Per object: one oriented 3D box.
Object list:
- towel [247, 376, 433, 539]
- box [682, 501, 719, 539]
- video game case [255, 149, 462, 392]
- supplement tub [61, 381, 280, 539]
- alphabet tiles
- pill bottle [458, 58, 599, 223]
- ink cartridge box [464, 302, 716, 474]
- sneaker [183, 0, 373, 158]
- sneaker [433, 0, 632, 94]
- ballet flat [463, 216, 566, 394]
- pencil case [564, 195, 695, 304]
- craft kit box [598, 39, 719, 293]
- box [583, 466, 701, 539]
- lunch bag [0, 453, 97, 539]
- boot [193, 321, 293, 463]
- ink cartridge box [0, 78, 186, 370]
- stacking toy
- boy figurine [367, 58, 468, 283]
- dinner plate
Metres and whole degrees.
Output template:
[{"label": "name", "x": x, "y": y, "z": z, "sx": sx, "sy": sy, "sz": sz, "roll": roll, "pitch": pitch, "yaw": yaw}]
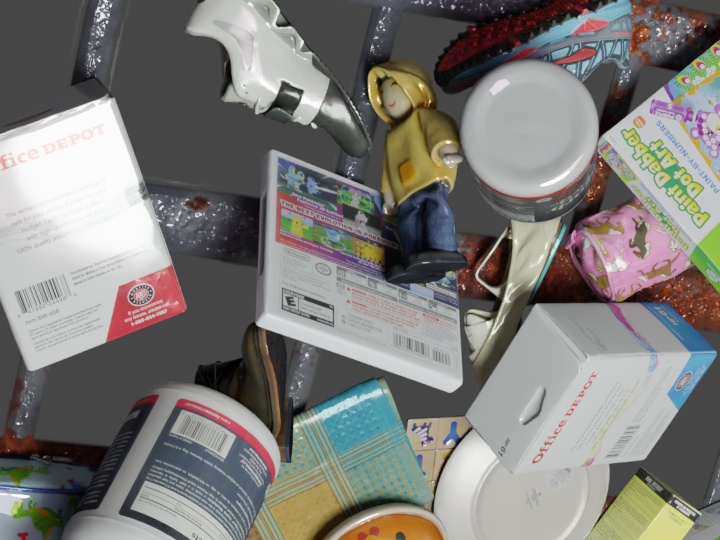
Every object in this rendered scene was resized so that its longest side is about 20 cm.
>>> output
[{"label": "towel", "x": -0.043, "y": 0.200, "z": 1.556, "sx": 0.199, "sy": 0.022, "sz": 0.147, "roll": -25, "pitch": 113, "yaw": -6}, {"label": "box", "x": 0.402, "y": 0.312, "z": 1.721, "sx": 0.199, "sy": 0.101, "sz": 0.113, "roll": -20, "pitch": 114, "yaw": -13}, {"label": "video game case", "x": 0.000, "y": 0.000, "z": 1.434, "sx": 0.199, "sy": 0.183, "sz": 0.023, "roll": 20, "pitch": 138, "yaw": -25}, {"label": "supplement tub", "x": -0.164, "y": 0.208, "z": 1.376, "sx": 0.140, "sy": 0.140, "sz": 0.201, "roll": 46, "pitch": 51, "yaw": -27}, {"label": "alphabet tiles", "x": 0.069, "y": 0.222, "z": 1.618, "sx": 0.199, "sy": 0.008, "sz": 0.168, "roll": -1, "pitch": 108, "yaw": -21}, {"label": "pill bottle", "x": 0.149, "y": -0.104, "z": 1.420, "sx": 0.115, "sy": 0.200, "sz": 0.117, "roll": -1, "pitch": 82, "yaw": 8}, {"label": "ink cartridge box", "x": 0.216, "y": 0.107, "z": 1.535, "sx": 0.199, "sy": 0.085, "sz": 0.145, "roll": 0, "pitch": 129, "yaw": -44}, {"label": "sneaker", "x": -0.072, "y": -0.159, "z": 1.401, "sx": 0.088, "sy": 0.074, "sz": 0.200, "roll": -42, "pitch": 107, "yaw": -2}, {"label": "sneaker", "x": 0.163, "y": -0.185, "z": 1.474, "sx": 0.199, "sy": 0.079, "sz": 0.096, "roll": -22, "pitch": 116, "yaw": -12}, {"label": "ballet flat", "x": 0.132, "y": 0.030, "z": 1.551, "sx": 0.069, "sy": 0.069, "sz": 0.201, "roll": 15, "pitch": 100, "yaw": -24}, {"label": "pencil case", "x": 0.297, "y": -0.045, "z": 1.570, "sx": 0.199, "sy": 0.087, "sz": 0.083, "roll": -29, "pitch": 134, "yaw": -11}, {"label": "craft kit box", "x": 0.355, "y": -0.105, "z": 1.528, "sx": 0.197, "sy": 0.049, "sz": 0.200, "roll": -40, "pitch": 84, "yaw": -9}, {"label": "box", "x": 0.258, "y": 0.303, "z": 1.680, "sx": 0.050, "sy": 0.075, "sz": 0.200, "roll": 36, "pitch": 92, "yaw": -27}, {"label": "lunch bag", "x": -0.304, "y": 0.263, "z": 1.450, "sx": 0.160, "sy": 0.082, "sz": 0.201, "roll": 6, "pitch": 106, "yaw": -24}, {"label": "boot", "x": -0.111, "y": 0.109, "z": 1.432, "sx": 0.096, "sy": 0.075, "sz": 0.201, "roll": 1, "pitch": 142, "yaw": 3}, {"label": "ink cartridge box", "x": -0.248, "y": -0.041, "z": 1.365, "sx": 0.144, "sy": 0.084, "sz": 0.201, "roll": -21, "pitch": 115, "yaw": -12}, {"label": "stacking toy", "x": 0.046, "y": 0.329, "z": 1.522, "sx": 0.145, "sy": 0.200, "sz": 0.147, "roll": -14, "pitch": 131, "yaw": -16}, {"label": "boy figurine", "x": 0.050, "y": -0.094, "z": 1.427, "sx": 0.064, "sy": 0.124, "sz": 0.201, "roll": -1, "pitch": 77, "yaw": -28}, {"label": "dinner plate", "x": 0.167, "y": 0.227, "z": 1.641, "sx": 0.199, "sy": 0.024, "sz": 0.201, "roll": -8, "pitch": 111, "yaw": -23}]
